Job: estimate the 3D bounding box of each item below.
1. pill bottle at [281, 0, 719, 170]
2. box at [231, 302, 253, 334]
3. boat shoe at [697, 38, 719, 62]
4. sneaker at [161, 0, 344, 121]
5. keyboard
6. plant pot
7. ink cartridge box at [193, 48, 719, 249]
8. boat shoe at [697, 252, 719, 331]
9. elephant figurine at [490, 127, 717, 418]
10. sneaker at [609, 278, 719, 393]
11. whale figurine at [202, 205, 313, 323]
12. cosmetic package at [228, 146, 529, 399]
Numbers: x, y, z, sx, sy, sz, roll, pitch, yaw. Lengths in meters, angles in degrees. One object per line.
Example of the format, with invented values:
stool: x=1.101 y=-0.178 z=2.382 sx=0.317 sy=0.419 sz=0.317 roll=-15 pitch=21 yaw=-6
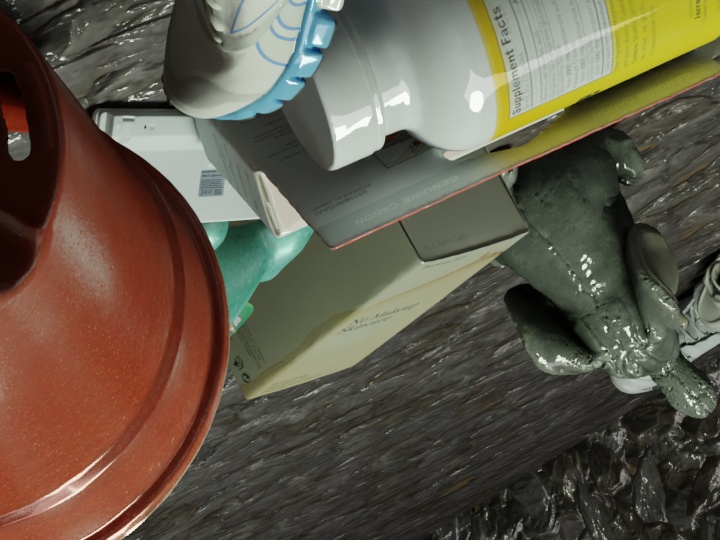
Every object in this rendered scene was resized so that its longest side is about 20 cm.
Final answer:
pill bottle: x=0.060 y=-0.118 z=0.976 sx=0.200 sy=0.112 sz=0.112 roll=-24 pitch=168 yaw=-12
box: x=-0.166 y=0.052 z=1.374 sx=0.200 sy=0.048 sz=0.117 roll=-26 pitch=168 yaw=6
boat shoe: x=0.215 y=-0.156 z=1.258 sx=0.200 sy=0.073 sz=0.063 roll=-35 pitch=164 yaw=15
sneaker: x=-0.043 y=-0.124 z=0.857 sx=0.087 sy=0.075 sz=0.200 roll=-10 pitch=152 yaw=-36
keyboard: x=-0.073 y=-0.051 z=1.133 sx=0.200 sy=0.011 sz=0.056 roll=-6 pitch=112 yaw=-60
plant pot: x=-0.159 y=-0.003 z=0.836 sx=0.201 sy=0.201 sz=0.195 roll=-26 pitch=160 yaw=-5
ink cartridge box: x=0.044 y=-0.071 z=1.053 sx=0.200 sy=0.174 sz=0.044 roll=-25 pitch=125 yaw=-13
boat shoe: x=0.384 y=0.009 z=2.354 sx=0.066 sy=0.072 sz=0.200 roll=-16 pitch=164 yaw=-27
elephant figurine: x=0.167 y=0.013 z=1.561 sx=0.155 sy=0.200 sz=0.142 roll=-21 pitch=167 yaw=-28
sneaker: x=0.357 y=0.060 z=2.510 sx=0.200 sy=0.075 sz=0.115 roll=-32 pitch=168 yaw=-1
whale figurine: x=-0.102 y=0.016 z=1.214 sx=0.200 sy=0.104 sz=0.159 roll=-18 pitch=165 yaw=-38
cosmetic package: x=0.000 y=0.000 z=1.454 sx=0.104 sy=0.073 sz=0.200 roll=-16 pitch=165 yaw=-42
